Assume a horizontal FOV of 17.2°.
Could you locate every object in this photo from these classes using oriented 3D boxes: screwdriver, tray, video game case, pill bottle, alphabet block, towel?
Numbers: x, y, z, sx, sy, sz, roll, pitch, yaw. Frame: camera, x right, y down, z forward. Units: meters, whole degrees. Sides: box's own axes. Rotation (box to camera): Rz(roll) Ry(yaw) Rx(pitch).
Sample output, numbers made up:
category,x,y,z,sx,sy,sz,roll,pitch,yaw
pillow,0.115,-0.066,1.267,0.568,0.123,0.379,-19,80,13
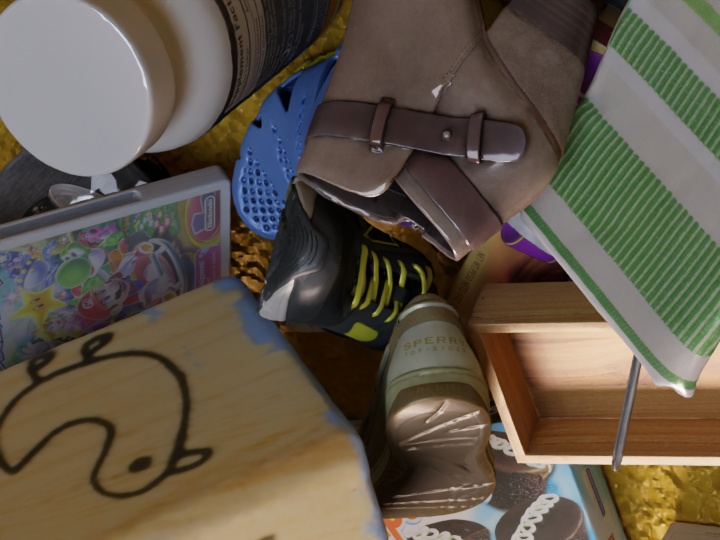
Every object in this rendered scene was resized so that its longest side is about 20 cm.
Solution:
category,x,y,z,sx,sy,sz,roll,pitch,yaw
screwdriver,0.144,-0.003,1.149,0.028,0.029,0.202,12,98,26
tray,0.162,0.051,1.194,0.198,0.037,0.099,-1,131,27
video game case,-0.166,0.025,1.335,0.018,0.199,0.144,54,152,41
pill bottle,-0.097,-0.130,1.209,0.115,0.200,0.117,13,121,22
alphabet block,-0.101,0.154,1.259,0.195,0.199,0.198,47,157,56
towel,0.154,-0.062,1.097,0.153,0.023,0.201,55,129,42

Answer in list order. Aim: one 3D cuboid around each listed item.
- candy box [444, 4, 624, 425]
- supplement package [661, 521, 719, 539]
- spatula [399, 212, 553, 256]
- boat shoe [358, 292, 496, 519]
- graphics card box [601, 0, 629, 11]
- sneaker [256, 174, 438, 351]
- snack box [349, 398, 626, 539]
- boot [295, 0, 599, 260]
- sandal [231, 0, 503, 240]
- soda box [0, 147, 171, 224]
category,x,y,z,sx,sy,sz,roll,pitch,yaw
candy box,0.131,-0.026,1.232,0.116,0.056,0.201,32,127,7
supplement package,0.232,0.257,1.297,0.155,0.111,0.202,3,116,26
spatula,0.100,-0.014,1.206,0.199,0.021,0.057,25,126,10
boat shoe,0.034,0.080,1.263,0.072,0.064,0.201,-5,156,-1
graphics card box,0.117,-0.201,1.149,0.199,0.051,0.126,27,126,11
sneaker,0.000,0.000,1.229,0.084,0.200,0.075,15,87,6
snack box,0.048,0.138,1.376,0.199,0.037,0.117,-11,109,32
boot,0.015,-0.102,1.157,0.199,0.147,0.070,31,170,21
sandal,-0.010,-0.080,1.261,0.079,0.087,0.200,43,129,-2
soda box,-0.203,-0.007,1.362,0.200,0.063,0.071,-44,89,9
